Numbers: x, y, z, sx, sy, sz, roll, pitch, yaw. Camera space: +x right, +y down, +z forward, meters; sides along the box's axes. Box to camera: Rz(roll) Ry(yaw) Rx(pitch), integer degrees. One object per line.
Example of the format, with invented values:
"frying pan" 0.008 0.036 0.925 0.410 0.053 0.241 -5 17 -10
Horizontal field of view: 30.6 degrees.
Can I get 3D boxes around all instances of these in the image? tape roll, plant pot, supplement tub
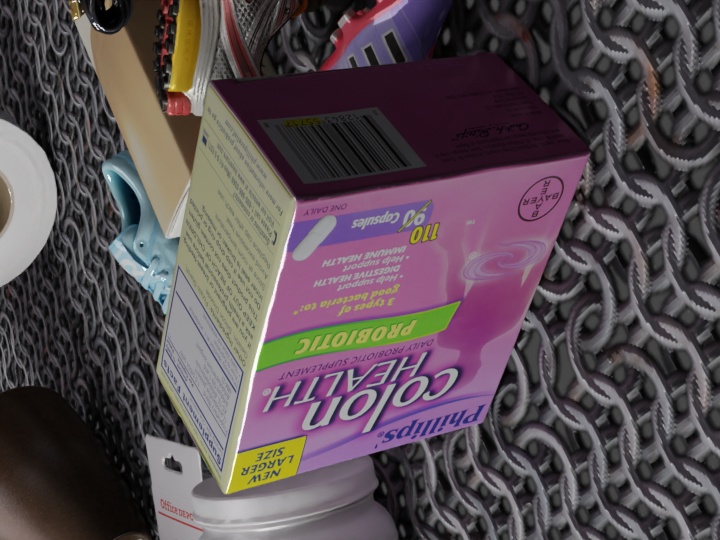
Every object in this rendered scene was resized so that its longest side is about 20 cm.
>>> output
"tape roll" -0.416 -0.074 1.345 0.071 0.201 0.204 35 128 48
"plant pot" -0.300 0.244 1.304 0.199 0.186 0.188 30 126 33
"supplement tub" -0.035 0.232 0.869 0.140 0.139 0.202 -5 95 59

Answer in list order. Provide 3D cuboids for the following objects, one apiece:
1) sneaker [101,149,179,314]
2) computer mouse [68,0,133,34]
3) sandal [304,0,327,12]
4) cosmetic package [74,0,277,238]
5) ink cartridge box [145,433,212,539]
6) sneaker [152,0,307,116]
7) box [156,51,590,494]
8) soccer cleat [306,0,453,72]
"sneaker" -0.161 -0.004 1.060 0.074 0.081 0.202 -39 66 57
"computer mouse" -0.110 -0.225 0.815 0.044 0.200 0.111 14 125 33
"sandal" -0.024 -0.244 0.790 0.080 0.057 0.202 56 157 24
"cosmetic package" -0.119 -0.129 0.931 0.201 0.104 0.071 62 145 23
"ink cartridge box" -0.111 0.228 1.063 0.116 0.067 0.202 0 100 59
"sneaker" -0.070 -0.188 0.772 0.078 0.081 0.202 -120 38 -59
"box" 0.000 0.000 0.702 0.097 0.175 0.201 53 140 37
"soccer cleat" 0.009 -0.110 0.779 0.077 0.067 0.200 47 141 -4
